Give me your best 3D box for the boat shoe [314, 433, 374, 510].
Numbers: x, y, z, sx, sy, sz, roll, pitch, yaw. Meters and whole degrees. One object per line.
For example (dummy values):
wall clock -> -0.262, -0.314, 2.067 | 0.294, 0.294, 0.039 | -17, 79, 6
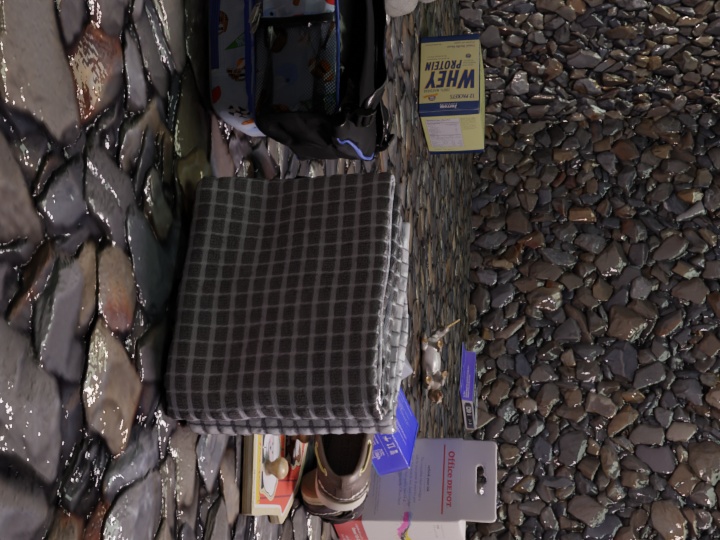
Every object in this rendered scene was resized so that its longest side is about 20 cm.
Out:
boat shoe -> -0.016, 0.139, 0.954 | 0.060, 0.072, 0.200 | 97, -4, -51

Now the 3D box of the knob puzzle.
knob puzzle -> -0.069, 0.145, 0.919 | 0.220, 0.030, 0.220 | -2, 90, -79

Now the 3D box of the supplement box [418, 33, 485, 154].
supplement box -> 0.214, -0.402, 2.163 | 0.200, 0.134, 0.201 | 62, 28, -66

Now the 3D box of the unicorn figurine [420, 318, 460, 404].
unicorn figurine -> 0.156, 0.180, 1.983 | 0.137, 0.074, 0.201 | 80, 25, -79

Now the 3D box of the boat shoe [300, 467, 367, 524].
boat shoe -> -0.023, 0.245, 1.027 | 0.200, 0.072, 0.065 | 22, 65, -87

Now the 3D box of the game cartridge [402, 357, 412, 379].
game cartridge -> -0.007, 0.026, 1.011 | 0.200, 0.040, 0.133 | 62, 5, 15

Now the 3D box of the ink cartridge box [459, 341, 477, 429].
ink cartridge box -> 0.341, 0.360, 2.937 | 0.198, 0.043, 0.200 | -80, 163, -44

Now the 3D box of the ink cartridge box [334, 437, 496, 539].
ink cartridge box -> 0.072, 0.275, 1.174 | 0.068, 0.199, 0.117 | 75, 18, -49

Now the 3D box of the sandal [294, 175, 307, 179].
sandal -> -0.072, -0.009, 0.920 | 0.200, 0.045, 0.075 | 97, 6, -49

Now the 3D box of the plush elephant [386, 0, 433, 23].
plush elephant -> 0.055, -0.430, 1.320 | 0.200, 0.164, 0.155 | -34, 111, -43

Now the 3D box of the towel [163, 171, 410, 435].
towel -> -0.051, 0.018, 0.692 | 0.086, 0.165, 0.201 | 55, 34, -60

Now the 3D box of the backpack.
backpack -> -0.043, -0.195, 0.793 | 0.200, 0.154, 0.191 | 11, 85, -85

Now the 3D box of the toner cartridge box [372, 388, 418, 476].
toner cartridge box -> 0.006, 0.133, 1.109 | 0.200, 0.043, 0.095 | 64, 18, -18
